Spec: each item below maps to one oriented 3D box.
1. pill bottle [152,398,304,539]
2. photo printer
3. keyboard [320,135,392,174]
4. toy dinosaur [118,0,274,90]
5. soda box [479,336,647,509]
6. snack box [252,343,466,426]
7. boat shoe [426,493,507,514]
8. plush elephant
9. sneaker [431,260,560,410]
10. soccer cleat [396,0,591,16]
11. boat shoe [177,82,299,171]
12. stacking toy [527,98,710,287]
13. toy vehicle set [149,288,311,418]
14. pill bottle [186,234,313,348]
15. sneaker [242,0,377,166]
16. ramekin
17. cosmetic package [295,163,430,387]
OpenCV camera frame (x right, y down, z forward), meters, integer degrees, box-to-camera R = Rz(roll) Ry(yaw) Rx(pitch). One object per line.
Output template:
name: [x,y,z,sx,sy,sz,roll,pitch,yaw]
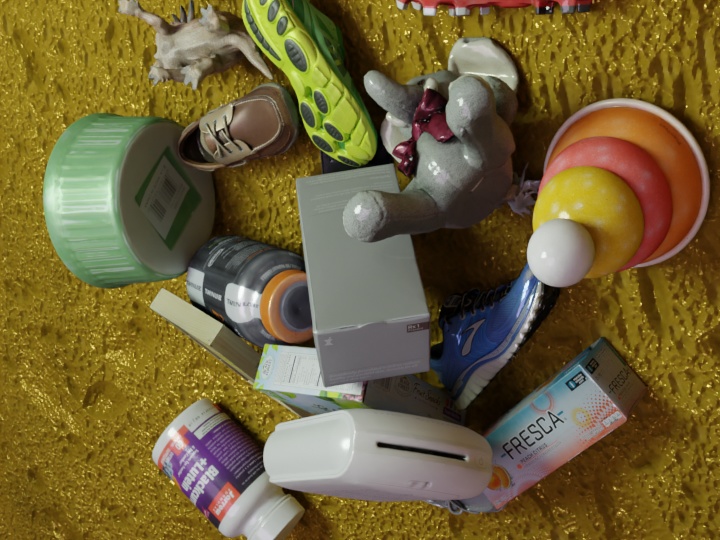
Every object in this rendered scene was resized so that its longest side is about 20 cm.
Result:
pill bottle: [-0.170,0.276,1.176,0.199,0.111,0.112,41,129,14]
photo printer: [0.017,0.179,0.853,0.199,0.164,0.071,-26,54,58]
keyboard: [-0.008,-0.047,0.964,0.102,0.040,0.204,1,112,11]
toy dinosaur: [-0.158,-0.237,0.928,0.196,0.135,0.088,8,107,25]
soda box: [0.184,0.154,0.882,0.069,0.063,0.200,48,130,8]
snack box: [0.004,0.132,0.931,0.140,0.199,0.054,2,70,37]
boat shoe: [0.070,0.229,1.002,0.199,0.064,0.076,17,120,30]
plush elephant: [0.067,-0.125,0.792,0.165,0.198,0.156,-50,56,27]
sneaker: [0.121,0.051,0.873,0.089,0.078,0.201,42,130,10]
soccer cleat: [0.108,-0.259,0.750,0.197,0.068,0.087,9,107,30]
boat shoe: [-0.134,-0.143,0.951,0.199,0.071,0.077,-13,104,55]
stacking toy: [0.180,-0.044,0.702,0.144,0.199,0.149,16,119,30]
toy vehicle set: [-0.143,0.099,1.032,0.123,0.027,0.200,25,164,42]
pill bottle: [-0.110,0.024,0.972,0.199,0.105,0.108,15,123,58]
sneaker: [-0.034,-0.198,0.872,0.073,0.083,0.202,-19,107,45]
ramekin: [-0.254,-0.080,1.022,0.096,0.200,0.204,1,112,28]
cosmetic package: [0.000,0.000,0.835,0.104,0.203,0.091,-7,140,-1]
